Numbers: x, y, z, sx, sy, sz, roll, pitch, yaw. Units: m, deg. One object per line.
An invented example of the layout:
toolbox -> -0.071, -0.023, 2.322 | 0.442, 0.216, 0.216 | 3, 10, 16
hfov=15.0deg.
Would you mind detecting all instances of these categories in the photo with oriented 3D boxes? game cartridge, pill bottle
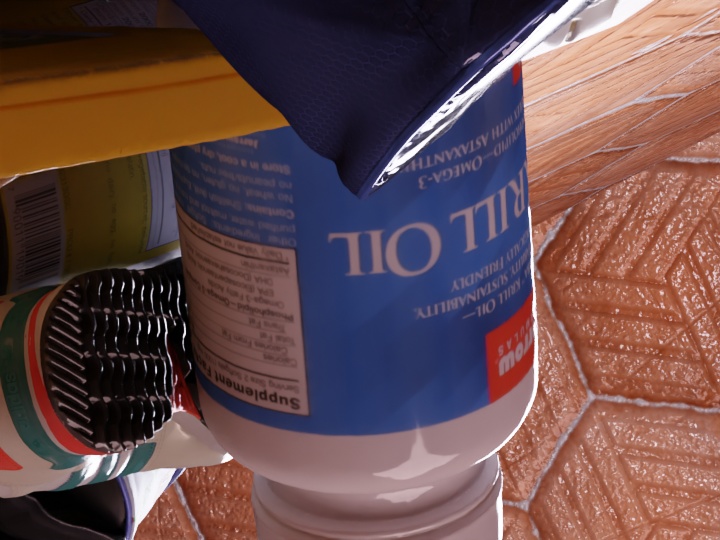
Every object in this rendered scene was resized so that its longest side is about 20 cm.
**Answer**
game cartridge -> -0.134, -0.049, 0.740 | 0.199, 0.033, 0.176 | 2, -171, 30
pill bottle -> -0.089, -0.050, 0.953 | 0.200, 0.112, 0.112 | -21, 174, -35
pill bottle -> 0.000, 0.000, 0.864 | 0.112, 0.201, 0.112 | -4, -153, 2

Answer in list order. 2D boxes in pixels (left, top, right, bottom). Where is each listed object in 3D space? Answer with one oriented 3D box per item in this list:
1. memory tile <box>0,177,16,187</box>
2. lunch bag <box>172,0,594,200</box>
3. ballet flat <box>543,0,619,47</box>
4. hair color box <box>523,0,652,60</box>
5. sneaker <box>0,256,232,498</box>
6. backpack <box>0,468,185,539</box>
memory tile -> -0.201, 0.012, 0.814 | 0.200, 0.017, 0.153 | -19, -170, 44
lunch bag -> 0.021, -0.120, 0.601 | 0.200, 0.132, 0.136 | -40, 179, -20
ballet flat -> 0.061, -0.113, 0.967 | 0.070, 0.065, 0.200 | -29, -164, -15
hair color box -> 0.049, -0.121, 1.160 | 0.200, 0.065, 0.109 | -24, 176, -30
sneaker -> -0.098, 0.037, 0.903 | 0.093, 0.071, 0.200 | -12, 176, 16
backpack -> -0.165, 0.047, 1.149 | 0.200, 0.191, 0.154 | -29, -171, 43
